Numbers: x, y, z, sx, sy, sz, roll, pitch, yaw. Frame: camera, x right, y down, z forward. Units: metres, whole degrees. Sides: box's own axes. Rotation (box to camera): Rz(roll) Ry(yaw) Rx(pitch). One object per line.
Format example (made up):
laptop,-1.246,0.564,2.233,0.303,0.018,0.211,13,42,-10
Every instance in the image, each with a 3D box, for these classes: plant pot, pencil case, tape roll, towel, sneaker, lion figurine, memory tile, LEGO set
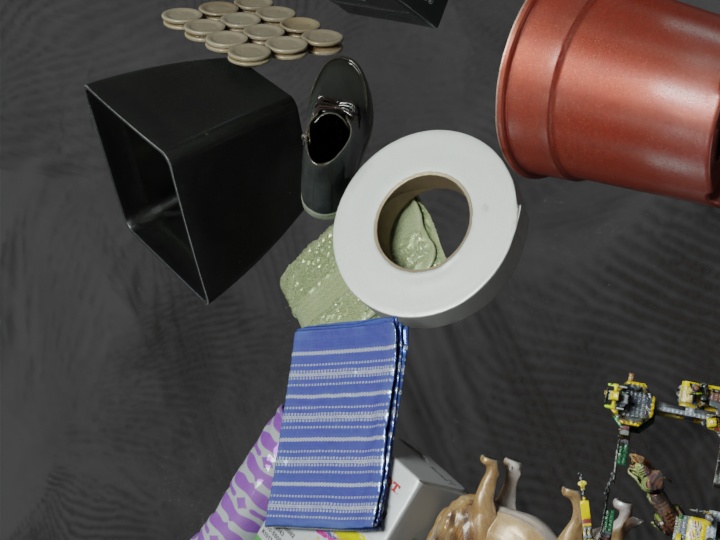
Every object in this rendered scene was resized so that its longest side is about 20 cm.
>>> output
plant pot,-0.166,-0.123,1.480,0.176,0.202,0.199,-31,43,-22
pencil case,-0.101,0.234,1.388,0.201,0.083,0.086,-54,25,10
plant pot,0.251,-0.151,1.157,0.194,0.200,0.203,22,89,35
tape roll,0.069,-0.043,1.334,0.200,0.037,0.206,-10,65,21
towel,-0.025,0.145,1.277,0.143,0.024,0.203,-7,67,39
sneaker,-0.022,-0.165,1.424,0.074,0.107,0.203,5,61,0
towel,0.000,0.000,1.412,0.200,0.036,0.149,-42,51,22
lion figurine,0.147,0.238,1.174,0.198,0.072,0.124,16,92,39
memory tile,-0.126,-0.280,1.562,0.199,0.152,0.017,34,132,44
LEGO set,0.246,0.172,1.053,0.152,0.116,0.202,17,79,18

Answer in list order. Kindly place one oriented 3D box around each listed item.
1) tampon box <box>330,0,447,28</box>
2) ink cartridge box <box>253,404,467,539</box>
tampon box,0.032,-0.392,1.467,0.149,0.126,0.203,18,86,42
ink cartridge box,-0.010,0.254,1.294,0.144,0.084,0.202,36,98,43
